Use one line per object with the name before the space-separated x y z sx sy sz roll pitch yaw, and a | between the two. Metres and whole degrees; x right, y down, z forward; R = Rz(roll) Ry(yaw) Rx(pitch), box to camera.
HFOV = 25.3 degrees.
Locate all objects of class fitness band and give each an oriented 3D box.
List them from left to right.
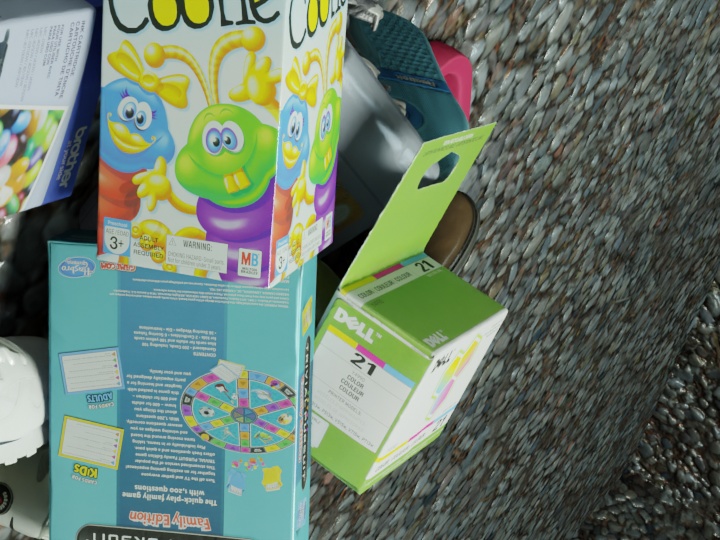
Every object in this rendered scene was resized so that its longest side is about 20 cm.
fitness band | 0.043 -0.105 1.363 0.144 0.037 0.201 -52 161 -26

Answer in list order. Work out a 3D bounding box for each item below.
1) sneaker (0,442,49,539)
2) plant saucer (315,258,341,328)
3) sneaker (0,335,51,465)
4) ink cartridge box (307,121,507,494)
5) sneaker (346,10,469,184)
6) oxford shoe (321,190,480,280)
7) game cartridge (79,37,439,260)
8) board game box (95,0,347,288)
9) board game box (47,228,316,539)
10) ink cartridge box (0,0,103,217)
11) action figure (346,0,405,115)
sneaker | -0.189 0.147 1.087 0.075 0.088 0.200 -64 162 14
plant saucer | -0.095 0.063 1.025 0.197 0.031 0.201 -13 138 -12
sneaker | -0.226 0.063 0.896 0.200 0.076 0.081 -25 132 -62
ink cartridge box | 0.041 0.019 0.985 0.201 0.075 0.148 -61 165 20
sneaker | 0.012 -0.082 1.133 0.201 0.079 0.131 -99 -151 -51
oxford shoe | 0.000 0.000 1.085 0.199 0.073 0.085 -36 148 -16
game cartridge | -0.065 -0.051 0.979 0.199 0.042 0.133 -32 136 12
board game box | -0.070 -0.107 0.849 0.105 0.102 0.203 -40 136 -66
board game box | -0.104 0.082 0.934 0.047 0.149 0.203 -47 140 -76
ink cartridge box | -0.186 -0.082 0.813 0.200 0.042 0.120 -29 145 -59
action figure | -0.031 -0.123 1.027 0.101 0.119 0.201 13 119 -30
